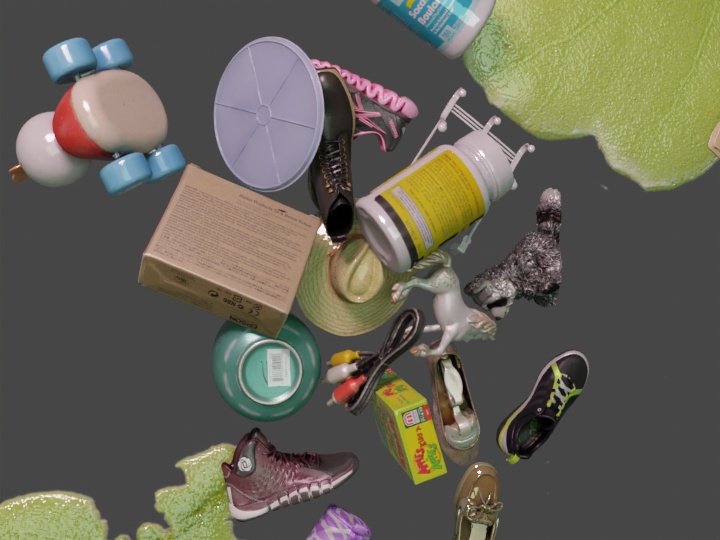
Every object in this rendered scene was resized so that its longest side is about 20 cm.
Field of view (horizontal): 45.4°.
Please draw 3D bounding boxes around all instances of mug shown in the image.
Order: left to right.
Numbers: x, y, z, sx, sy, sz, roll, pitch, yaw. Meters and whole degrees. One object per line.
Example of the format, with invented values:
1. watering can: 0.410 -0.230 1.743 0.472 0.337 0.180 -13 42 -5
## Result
1. mug: -0.140 0.119 1.185 0.185 0.114 0.152 42 86 -12

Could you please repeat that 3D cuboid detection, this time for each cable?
1. cable: 0.014 0.127 1.180 0.050 0.200 0.098 19 47 -29

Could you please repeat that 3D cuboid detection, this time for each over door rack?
1. over door rack: 0.147 -0.141 1.248 0.147 0.067 0.201 36 87 -11

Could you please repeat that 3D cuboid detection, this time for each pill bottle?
1. pill bottle: 0.082 -0.392 1.191 0.198 0.111 0.112 32 88 -12
2. pill bottle: 0.100 -0.095 1.151 0.199 0.114 0.115 -34 100 -12

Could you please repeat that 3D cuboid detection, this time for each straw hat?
1. straw hat: 0.000 0.000 1.219 0.197 0.085 0.205 -1 95 -11

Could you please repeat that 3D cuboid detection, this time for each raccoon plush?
1. raccoon plush: 0.225 -0.024 1.285 0.131 0.097 0.203 6 64 1

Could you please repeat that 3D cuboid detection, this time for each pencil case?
1. pencil case: -0.061 0.441 1.244 0.083 0.085 0.202 29 88 -11

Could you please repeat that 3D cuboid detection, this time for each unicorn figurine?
1. unicorn figurine: 0.120 0.060 1.218 0.135 0.074 0.202 -21 123 -6

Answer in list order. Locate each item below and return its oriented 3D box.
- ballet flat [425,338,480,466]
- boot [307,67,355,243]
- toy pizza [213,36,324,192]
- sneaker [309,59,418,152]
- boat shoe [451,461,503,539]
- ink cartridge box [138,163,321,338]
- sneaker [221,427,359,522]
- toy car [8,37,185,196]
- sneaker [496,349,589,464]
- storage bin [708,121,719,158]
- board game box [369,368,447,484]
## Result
1. ballet flat: 0.139 0.203 1.274 0.067 0.067 0.203 -18 98 -10
2. boot: -0.033 -0.151 1.137 0.076 0.139 0.203 -9 122 -6
3. toy pizza: -0.120 -0.207 1.150 0.032 0.198 0.204 -7 98 -53
4. sneaker: -0.020 -0.229 1.209 0.197 0.079 0.097 23 101 -11
5. boat shoe: 0.175 0.394 1.300 0.072 0.063 0.204 9 93 -12
6. ink cartridge box: -0.170 -0.026 1.139 0.197 0.075 0.166 23 52 -6
7. sneaker: -0.106 0.270 1.227 0.197 0.076 0.117 -20 95 -9
8. toy car: -0.367 -0.170 1.116 0.198 0.177 0.187 -24 97 20
9. sneaker: 0.287 0.212 1.298 0.071 0.083 0.201 39 86 -12
10. storage bin: 0.658 -0.177 1.282 0.197 0.200 0.094 36 86 -12
11. board game box: 0.057 0.210 1.190 0.047 0.200 0.103 -17 98 -9
